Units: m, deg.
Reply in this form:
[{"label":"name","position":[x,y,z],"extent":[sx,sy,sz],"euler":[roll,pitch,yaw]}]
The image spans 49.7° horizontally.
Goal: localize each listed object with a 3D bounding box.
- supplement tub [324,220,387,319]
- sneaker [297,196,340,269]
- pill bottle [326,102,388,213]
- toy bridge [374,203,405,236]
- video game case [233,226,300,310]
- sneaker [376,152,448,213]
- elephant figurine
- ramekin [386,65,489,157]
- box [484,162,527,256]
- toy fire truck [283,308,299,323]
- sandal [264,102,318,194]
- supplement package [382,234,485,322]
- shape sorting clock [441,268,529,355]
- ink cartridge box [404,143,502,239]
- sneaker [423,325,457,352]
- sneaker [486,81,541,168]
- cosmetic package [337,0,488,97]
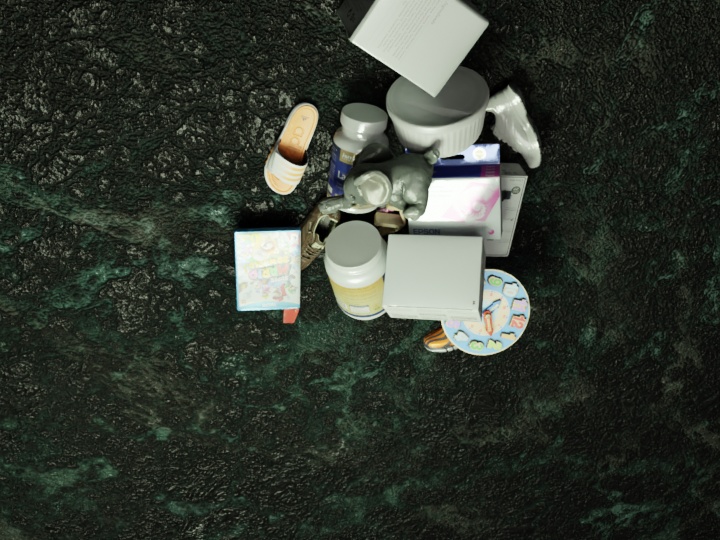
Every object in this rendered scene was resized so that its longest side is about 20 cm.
[{"label":"supplement tub","position":[0.000,0.000,1.698],"extent":[0.143,0.146,0.201],"euler":[-15,145,0]},{"label":"sneaker","position":[-0.107,-0.068,1.700],"extent":[0.070,0.076,0.201],"euler":[19,120,-22]},{"label":"pill bottle","position":[-0.004,-0.229,1.584],"extent":[0.114,0.116,0.202],"euler":[1,124,-11]},{"label":"toy bridge","position":[0.062,-0.108,1.665],"extent":[0.066,0.028,0.200],"euler":[7,160,-15]},{"label":"video game case","position":[-0.202,-0.001,1.701],"extent":[0.141,0.018,0.202],"euler":[-2,122,-9]},{"label":"sneaker","position":[0.102,-0.201,1.662],"extent":[0.199,0.079,0.096],"euler":[-34,96,19]},{"label":"elephant figurine","position":[0.031,-0.170,1.493],"extent":[0.198,0.141,0.157],"euler":[10,93,-8]},{"label":"ramekin","position":[0.151,-0.306,1.516],"extent":[0.200,0.204,0.095],"euler":[-12,138,-2]},{"label":"box","position":[0.276,-0.128,1.666],"extent":[0.115,0.060,0.202],"euler":[-1,124,-10]},{"label":"toy fire truck","position":[-0.202,0.022,1.756],"extent":[0.139,0.049,0.202],"euler":[4,123,-8]},{"label":"sandal","position":[-0.141,-0.240,1.583],"extent":[0.078,0.059,0.208],"euler":[12,122,-18]},{"label":"supplement package","position":[0.156,0.016,1.621],"extent":[0.197,0.158,0.111],"euler":[2,165,13]},{"label":"shape sorting clock","position":[0.273,0.093,1.697],"extent":[0.197,0.039,0.202],"euler":[-3,109,-7]},{"label":"ink cartridge box","position":[0.189,-0.156,1.588],"extent":[0.194,0.043,0.202],"euler":[0,123,14]},{"label":"sneaker","position":[0.228,0.105,1.762],"extent":[0.198,0.078,0.113],"euler":[-22,125,-6]},{"label":"sneaker","position":[0.324,-0.298,1.636],"extent":[0.086,0.075,0.201],"euler":[-22,120,20]},{"label":"cosmetic package","position":[0.091,-0.458,1.407],"extent":[0.199,0.168,0.167],"euler":[27,116,-25]}]
